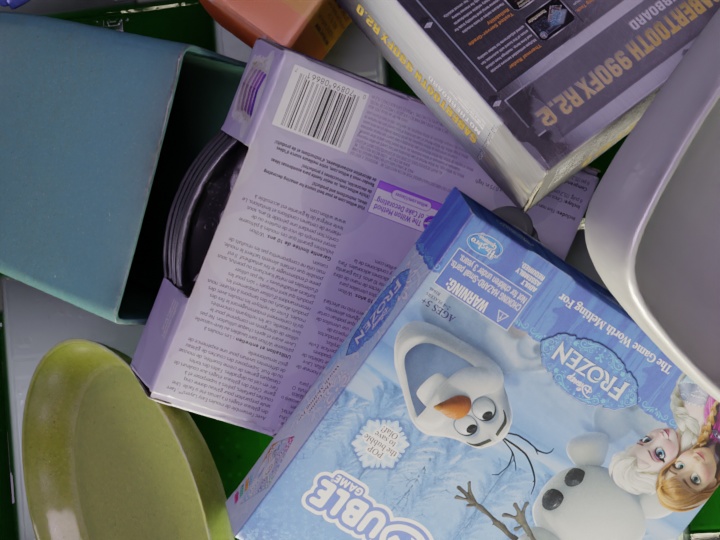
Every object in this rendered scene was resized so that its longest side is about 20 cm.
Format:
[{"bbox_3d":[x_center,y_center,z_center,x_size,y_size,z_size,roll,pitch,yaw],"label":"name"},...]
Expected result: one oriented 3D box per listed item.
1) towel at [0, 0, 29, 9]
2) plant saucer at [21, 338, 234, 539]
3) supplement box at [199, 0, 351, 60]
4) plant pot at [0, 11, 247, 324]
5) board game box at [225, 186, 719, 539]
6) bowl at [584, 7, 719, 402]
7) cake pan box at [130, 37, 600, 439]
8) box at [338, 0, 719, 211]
[{"bbox_3d":[-0.144,-0.242,1.086,0.199,0.024,0.145,-32,96,-21],"label":"towel"},{"bbox_3d":[-0.120,0.132,1.095,0.200,0.031,0.201,22,119,49],"label":"plant saucer"},{"bbox_3d":[0.001,-0.199,1.065,0.066,0.069,0.200,37,89,14],"label":"supplement box"},{"bbox_3d":[-0.161,-0.065,1.104,0.199,0.141,0.142,16,94,24],"label":"plant pot"},{"bbox_3d":[0.070,0.094,1.023,0.199,0.043,0.199,32,102,-20],"label":"board game box"},{"bbox_3d":[0.197,-0.038,0.965,0.200,0.200,0.075,-55,38,-6],"label":"bowl"},{"bbox_3d":[0.000,0.000,1.037,0.199,0.052,0.185,18,96,-24],"label":"cake pan box"},{"bbox_3d":[0.105,-0.149,1.004,0.200,0.048,0.159,-37,79,-21],"label":"box"}]
